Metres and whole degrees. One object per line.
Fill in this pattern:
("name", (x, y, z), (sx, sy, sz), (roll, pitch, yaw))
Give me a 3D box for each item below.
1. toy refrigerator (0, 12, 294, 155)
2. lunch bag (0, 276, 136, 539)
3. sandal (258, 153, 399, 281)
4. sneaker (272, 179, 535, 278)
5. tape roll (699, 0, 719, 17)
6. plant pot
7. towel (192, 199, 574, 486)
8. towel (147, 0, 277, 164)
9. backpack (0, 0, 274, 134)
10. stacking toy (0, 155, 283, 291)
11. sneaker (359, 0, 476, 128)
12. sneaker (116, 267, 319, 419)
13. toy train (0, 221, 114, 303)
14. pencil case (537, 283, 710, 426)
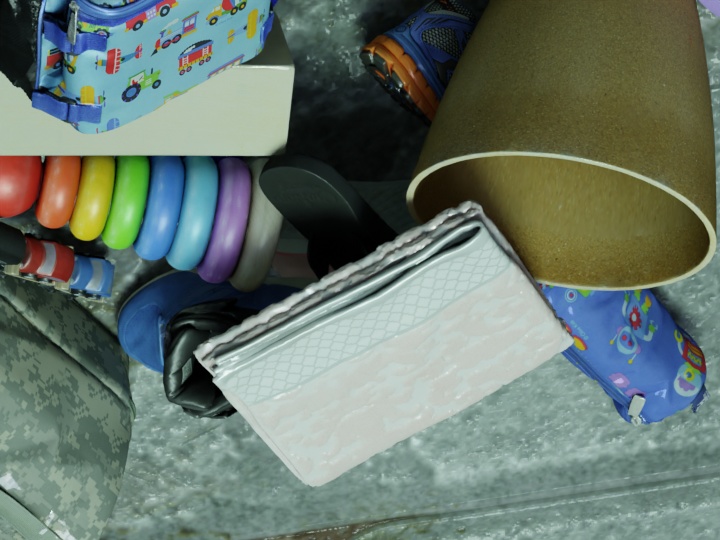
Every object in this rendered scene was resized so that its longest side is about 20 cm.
("toy refrigerator", (-0.146, -0.111, 1.387), (0.199, 0.076, 0.070), (-1, 123, -13))
("lunch bag", (-0.249, 0.092, 1.529), (0.139, 0.168, 0.200), (-32, 128, 14))
("sandal", (0.000, 0.000, 1.439), (0.075, 0.045, 0.200), (-7, 144, 37))
("sneaker", (0.030, -0.003, 1.539), (0.200, 0.075, 0.105), (8, 142, 24))
("tape roll", (0.278, -0.235, 1.381), (0.200, 0.066, 0.201), (-13, 115, -30))
("plant pot", (0.138, -0.115, 1.408), (0.186, 0.201, 0.186), (11, 157, 5))
("towel", (0.020, 0.051, 1.431), (0.200, 0.032, 0.191), (-28, 148, 7))
("towel", (-0.157, -0.129, 1.443), (0.199, 0.050, 0.148), (3, 129, -14))
("backpack", (-0.129, -0.201, 1.276), (0.182, 0.135, 0.200), (-28, 151, -33))
("stacking toy", (-0.152, -0.044, 1.440), (0.199, 0.085, 0.086), (10, 127, -14))
("sneaker", (0.084, -0.104, 1.503), (0.078, 0.075, 0.200), (-46, 135, -1))
("sneaker", (-0.110, 0.047, 1.511), (0.200, 0.111, 0.077), (2, 108, 38))
("toy train", (-0.208, -0.009, 1.482), (0.046, 0.034, 0.200), (2, 172, 21))
("pencil case", (0.165, 0.035, 1.625), (0.078, 0.087, 0.200), (-13, 137, 39))
